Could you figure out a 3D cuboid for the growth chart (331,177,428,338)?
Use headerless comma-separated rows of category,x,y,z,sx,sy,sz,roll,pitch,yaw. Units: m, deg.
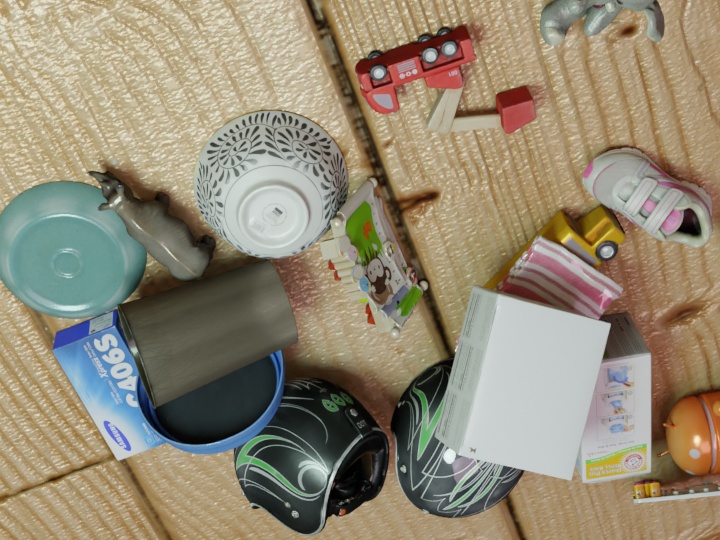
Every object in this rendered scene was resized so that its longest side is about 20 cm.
growth chart,0.025,-0.014,1.645,0.018,0.145,0.202,-9,122,29

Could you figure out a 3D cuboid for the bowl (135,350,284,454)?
bowl,-0.192,0.147,1.679,0.198,0.203,0.040,-14,143,2

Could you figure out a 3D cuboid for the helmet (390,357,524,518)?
helmet,0.139,0.233,1.759,0.197,0.191,0.203,-3,120,-5

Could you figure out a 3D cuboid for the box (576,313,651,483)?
box,0.341,0.178,1.796,0.100,0.113,0.202,-8,119,-2

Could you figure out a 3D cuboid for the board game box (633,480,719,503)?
board game box,0.487,0.306,1.841,0.197,0.200,0.026,-8,80,11

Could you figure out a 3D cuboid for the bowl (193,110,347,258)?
bowl,-0.110,-0.087,1.607,0.197,0.095,0.203,-2,119,-4

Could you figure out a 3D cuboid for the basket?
basket,-0.189,0.073,1.622,0.198,0.180,0.138,-20,91,-14

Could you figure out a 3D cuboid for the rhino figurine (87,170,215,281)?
rhino figurine,-0.261,-0.061,1.609,0.060,0.088,0.200,-40,116,16

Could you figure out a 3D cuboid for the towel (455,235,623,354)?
towel,0.233,0.065,1.693,0.145,0.030,0.201,28,113,-19

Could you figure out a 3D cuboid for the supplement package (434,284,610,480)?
supplement package,0.201,0.138,1.614,0.154,0.111,0.203,14,92,-13

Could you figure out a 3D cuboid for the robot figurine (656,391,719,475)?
robot figurine,0.523,0.232,1.845,0.197,0.144,0.119,-6,91,-3

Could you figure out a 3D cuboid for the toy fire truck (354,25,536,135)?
toy fire truck,0.104,-0.218,1.581,0.197,0.049,0.142,-18,120,4

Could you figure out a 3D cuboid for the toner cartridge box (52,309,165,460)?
toner cartridge box,-0.329,0.157,1.753,0.094,0.043,0.202,-20,120,7

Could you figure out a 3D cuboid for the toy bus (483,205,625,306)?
toy bus,0.254,-0.008,1.709,0.078,0.065,0.200,36,111,-21

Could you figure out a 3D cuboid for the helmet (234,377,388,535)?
helmet,-0.076,0.244,1.737,0.189,0.199,0.203,25,125,30

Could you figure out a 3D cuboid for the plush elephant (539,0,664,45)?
plush elephant,0.279,-0.335,1.470,0.197,0.155,0.166,-20,120,6

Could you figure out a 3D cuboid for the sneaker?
sneaker,0.378,-0.091,1.660,0.198,0.089,0.082,19,116,-16

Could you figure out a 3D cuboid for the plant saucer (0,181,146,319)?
plant saucer,-0.373,-0.015,1.654,0.197,0.036,0.203,-3,119,-5

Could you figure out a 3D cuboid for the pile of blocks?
pile of blocks,0.000,0.000,1.683,0.061,0.083,0.201,-11,130,25
